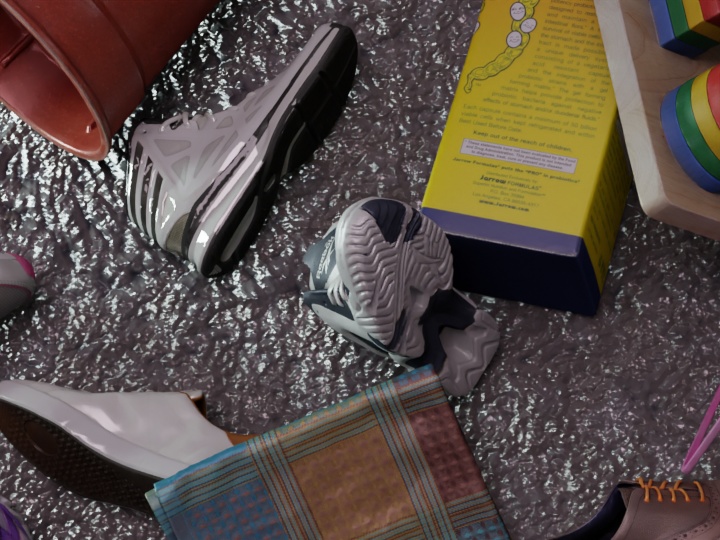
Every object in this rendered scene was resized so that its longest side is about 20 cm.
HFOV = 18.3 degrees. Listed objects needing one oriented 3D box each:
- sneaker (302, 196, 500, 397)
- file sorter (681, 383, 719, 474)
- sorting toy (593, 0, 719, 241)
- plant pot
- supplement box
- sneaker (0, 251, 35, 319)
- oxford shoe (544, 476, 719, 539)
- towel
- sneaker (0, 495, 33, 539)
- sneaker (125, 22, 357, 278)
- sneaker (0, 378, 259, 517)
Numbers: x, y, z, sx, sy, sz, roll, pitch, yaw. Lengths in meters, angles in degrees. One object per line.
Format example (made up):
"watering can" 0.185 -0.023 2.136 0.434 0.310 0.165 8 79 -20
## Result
"sneaker" 0.000 0.000 1.418 0.130 0.199 0.080 25 82 33
"file sorter" 0.305 0.096 1.285 0.200 0.139 0.125 29 51 4
"sorting toy" 0.244 -0.115 1.397 0.070 0.200 0.199 -29 60 37
"plant pot" -0.182 -0.215 1.555 0.201 0.201 0.195 36 72 23
"supplement box" 0.122 -0.088 1.467 0.109 0.109 0.200 11 71 17
"sneaker" -0.298 0.065 1.524 0.200 0.081 0.088 -37 66 5
"oxford shoe" 0.195 0.155 1.358 0.200 0.071 0.073 -29 105 0
"towel" -0.018 0.161 1.403 0.200 0.022 0.147 -24 103 2
"sneaker" -0.222 0.210 1.437 0.080 0.088 0.200 -45 67 -9
"sneaker" -0.094 -0.104 1.542 0.115 0.076 0.201 30 80 20
"sneaker" -0.152 0.109 1.483 0.200 0.073 0.085 21 50 22
